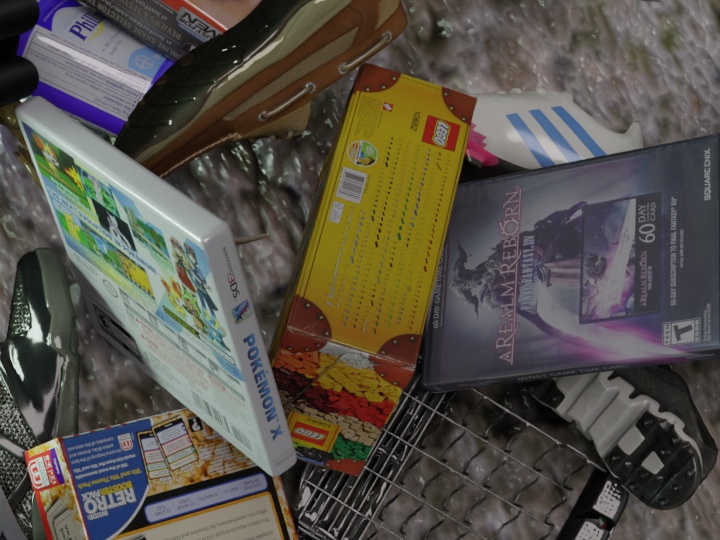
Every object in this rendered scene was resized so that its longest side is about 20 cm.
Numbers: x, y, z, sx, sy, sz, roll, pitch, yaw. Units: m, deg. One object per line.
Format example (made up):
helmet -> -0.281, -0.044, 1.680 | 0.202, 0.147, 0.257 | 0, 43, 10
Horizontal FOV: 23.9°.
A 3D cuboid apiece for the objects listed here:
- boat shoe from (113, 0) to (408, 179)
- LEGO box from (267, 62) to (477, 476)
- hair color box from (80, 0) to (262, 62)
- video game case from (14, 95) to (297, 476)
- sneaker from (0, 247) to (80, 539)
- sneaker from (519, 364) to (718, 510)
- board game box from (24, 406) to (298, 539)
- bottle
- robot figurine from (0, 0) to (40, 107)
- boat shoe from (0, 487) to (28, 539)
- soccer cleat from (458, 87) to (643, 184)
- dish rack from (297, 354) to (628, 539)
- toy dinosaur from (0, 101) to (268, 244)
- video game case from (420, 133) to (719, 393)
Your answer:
boat shoe -> -0.056, -0.109, 1.012 | 0.200, 0.076, 0.074 | -37, 119, 10
LEGO box -> 0.000, 0.000, 1.040 | 0.077, 0.149, 0.200 | 17, 58, -4
hair color box -> -0.086, -0.227, 1.112 | 0.111, 0.064, 0.200 | 33, 56, -1
video game case -> -0.120, 0.008, 0.995 | 0.022, 0.182, 0.200 | -34, 44, -23
sneaker -> -0.232, 0.082, 1.062 | 0.114, 0.076, 0.200 | 3, 84, -13
sneaker -> 0.162, 0.072, 1.123 | 0.200, 0.090, 0.066 | 49, 115, 22
board game box -> -0.105, 0.186, 1.036 | 0.151, 0.046, 0.200 | -10, 81, -41
bottle -> -0.202, -0.145, 1.105 | 0.200, 0.084, 0.065 | 25, 112, -2
robot figurine -> -0.282, -0.152, 1.008 | 0.200, 0.125, 0.150 | 21, 82, 27
boat shoe -> -0.239, 0.197, 1.011 | 0.086, 0.202, 0.075 | -9, 36, 11
soccer cleat -> 0.098, -0.092, 1.150 | 0.200, 0.070, 0.086 | 19, 61, -5
dish rack -> 0.064, 0.152, 1.101 | 0.200, 0.055, 0.153 | 31, 76, 1
toy dinosaur -> -0.160, -0.045, 1.082 | 0.200, 0.101, 0.058 | 32, 77, 0
video game case -> 0.133, -0.003, 1.058 | 0.200, 0.019, 0.143 | -9, 62, 29
